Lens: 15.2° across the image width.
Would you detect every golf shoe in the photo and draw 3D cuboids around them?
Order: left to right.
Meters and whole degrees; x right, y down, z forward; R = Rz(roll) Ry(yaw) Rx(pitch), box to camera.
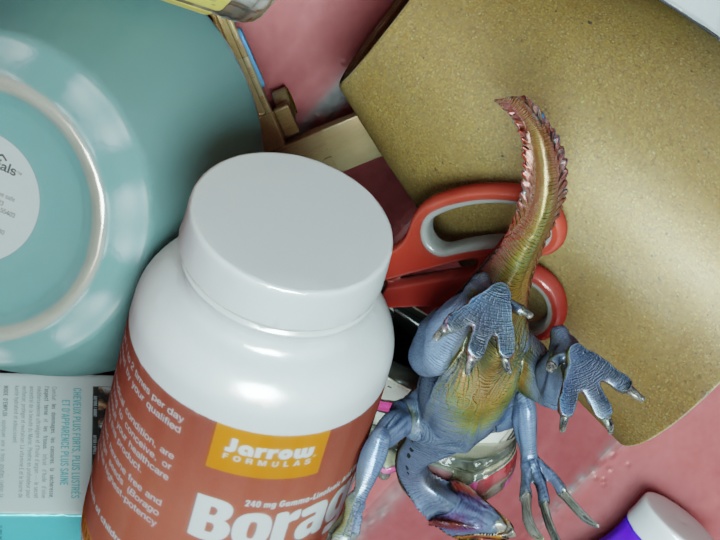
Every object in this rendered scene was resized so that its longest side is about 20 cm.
[{"bbox_3d":[-0.018,0.034,1.226,0.199,0.073,0.092,15,128,12],"label":"golf shoe"}]

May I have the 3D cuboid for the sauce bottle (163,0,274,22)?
[{"bbox_3d":[-0.123,-0.159,1.107,0.199,0.065,0.065,17,111,-31],"label":"sauce bottle"}]

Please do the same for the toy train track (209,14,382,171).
[{"bbox_3d":[-0.057,-0.085,1.220,0.114,0.033,0.201,-21,113,5],"label":"toy train track"}]

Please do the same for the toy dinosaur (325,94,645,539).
[{"bbox_3d":[0.057,0.051,1.125,0.104,0.181,0.201,18,78,-10],"label":"toy dinosaur"}]

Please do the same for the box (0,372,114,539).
[{"bbox_3d":[-0.108,0.095,1.260,0.199,0.083,0.049,2,141,-7],"label":"box"}]

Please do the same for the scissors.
[{"bbox_3d":[0.000,0.000,1.157,0.199,0.014,0.074,-2,118,28],"label":"scissors"}]

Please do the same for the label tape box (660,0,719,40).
[{"bbox_3d":[0.108,-0.173,1.139,0.199,0.143,0.066,29,108,-17],"label":"label tape box"}]

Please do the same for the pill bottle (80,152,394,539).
[{"bbox_3d":[-0.049,0.053,1.131,0.111,0.113,0.201,9,131,-9],"label":"pill bottle"}]

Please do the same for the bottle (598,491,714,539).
[{"bbox_3d":[0.099,0.199,1.339,0.083,0.065,0.200,31,106,-18],"label":"bottle"}]

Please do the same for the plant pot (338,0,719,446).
[{"bbox_3d":[0.095,-0.056,1.182,0.200,0.186,0.187,37,105,-7],"label":"plant pot"}]

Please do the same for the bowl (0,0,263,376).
[{"bbox_3d":[-0.149,-0.037,1.160,0.199,0.105,0.202,3,105,11],"label":"bowl"}]
